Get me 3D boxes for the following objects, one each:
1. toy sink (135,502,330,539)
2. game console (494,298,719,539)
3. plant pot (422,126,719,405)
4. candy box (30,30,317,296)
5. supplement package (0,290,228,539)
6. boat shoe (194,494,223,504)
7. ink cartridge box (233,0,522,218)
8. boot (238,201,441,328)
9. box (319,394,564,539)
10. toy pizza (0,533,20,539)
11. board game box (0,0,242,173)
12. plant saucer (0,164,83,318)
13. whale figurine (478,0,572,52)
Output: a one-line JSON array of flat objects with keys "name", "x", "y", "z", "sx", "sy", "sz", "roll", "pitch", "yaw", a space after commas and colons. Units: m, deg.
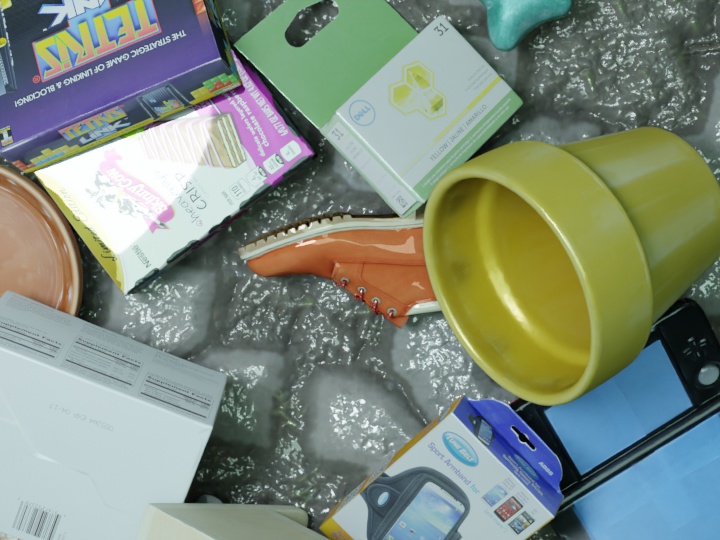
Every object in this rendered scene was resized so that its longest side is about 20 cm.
[{"name": "toy sink", "x": -0.085, "y": 0.266, "z": 1.235, "sx": 0.112, "sy": 0.200, "sz": 0.131, "roll": 20, "pitch": 93, "yaw": 36}, {"name": "game console", "x": 0.238, "y": 0.153, "z": 1.273, "sx": 0.200, "sy": 0.119, "sz": 0.173, "roll": -32, "pitch": 125, "yaw": 1}, {"name": "plant pot", "x": 0.182, "y": -0.021, "z": 1.230, "sx": 0.189, "sy": 0.201, "sz": 0.201, "roll": -26, "pitch": 92, "yaw": -29}, {"name": "candy box", "x": -0.155, "y": -0.091, "z": 1.306, "sx": 0.200, "sy": 0.061, "sz": 0.137, "roll": -37, "pitch": 90, "yaw": 3}, {"name": "supplement package", "x": -0.231, "y": 0.135, "z": 1.265, "sx": 0.200, "sy": 0.111, "sz": 0.156, "roll": 21, "pitch": 108, "yaw": -4}, {"name": "boat shoe", "x": -0.138, "y": 0.291, "z": 1.320, "sx": 0.066, "sy": 0.070, "sz": 0.201, "roll": 18, "pitch": 89, "yaw": -17}, {"name": "ink cartridge box", "x": 0.017, "y": -0.161, "z": 1.276, "sx": 0.200, "sy": 0.048, "sz": 0.146, "roll": 46, "pitch": 61, "yaw": -2}, {"name": "boot", "x": 0.000, "y": 0.000, "z": 1.303, "sx": 0.199, "sy": 0.075, "sz": 0.108, "roll": -7, "pitch": 97, "yaw": 0}, {"name": "box", "x": 0.072, "y": 0.194, "z": 1.281, "sx": 0.119, "sy": 0.041, "sz": 0.200, "roll": 45, "pitch": 122, "yaw": 0}, {"name": "toy pizza", "x": -0.309, "y": 0.271, "z": 1.335, "sx": 0.200, "sy": 0.032, "sz": 0.201, "roll": 0, "pitch": 92, "yaw": 1}, {"name": "board game box", "x": -0.215, "y": -0.194, "z": 1.269, "sx": 0.200, "sy": 0.057, "sz": 0.166, "roll": -22, "pitch": 68, "yaw": 8}, {"name": "plant saucer", "x": -0.331, "y": 0.003, "z": 1.313, "sx": 0.200, "sy": 0.032, "sz": 0.201, "roll": 1, "pitch": 101, "yaw": 7}, {"name": "whale figurine", "x": 0.093, "y": -0.281, "z": 1.269, "sx": 0.159, "sy": 0.104, "sz": 0.200, "roll": -31, "pitch": 85, "yaw": 1}]
